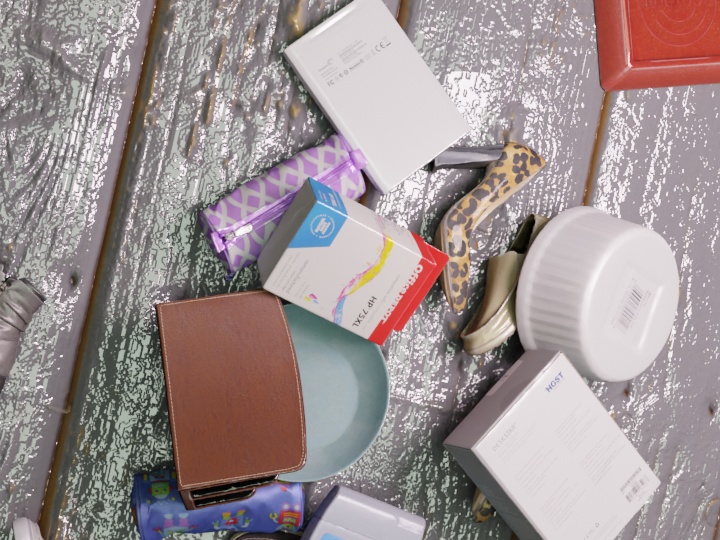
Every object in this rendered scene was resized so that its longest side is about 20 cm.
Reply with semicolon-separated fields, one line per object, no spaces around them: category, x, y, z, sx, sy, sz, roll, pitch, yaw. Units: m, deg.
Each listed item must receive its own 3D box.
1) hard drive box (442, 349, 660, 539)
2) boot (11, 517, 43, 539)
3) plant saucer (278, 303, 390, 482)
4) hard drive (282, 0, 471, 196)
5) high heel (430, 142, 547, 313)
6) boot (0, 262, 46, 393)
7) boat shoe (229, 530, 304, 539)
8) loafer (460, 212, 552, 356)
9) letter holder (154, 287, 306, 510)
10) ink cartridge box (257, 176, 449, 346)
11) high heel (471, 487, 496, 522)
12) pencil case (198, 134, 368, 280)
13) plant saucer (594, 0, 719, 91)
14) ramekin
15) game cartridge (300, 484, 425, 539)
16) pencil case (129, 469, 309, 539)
hard drive box;0.215;0.215;1.237;0.156;0.077;0.201;-42;103;-18
boot;-0.315;0.354;1.206;0.094;0.073;0.203;-15;103;-19
plant saucer;-0.064;0.139;1.250;0.197;0.039;0.205;-1;73;3
hard drive;0.020;-0.206;1.277;0.131;0.027;0.201;-36;90;-10
high heel;0.158;-0.052;1.302;0.140;0.071;0.204;-1;83;-7
boot;-0.446;0.037;1.169;0.198;0.070;0.134;25;82;-24
boat shoe;-0.058;0.346;1.263;0.197;0.065;0.073;22;85;-14
loafer;0.175;0.014;1.313;0.068;0.076;0.201;41;73;-10
letter holder;-0.134;0.135;1.178;0.140;0.101;0.203;-9;68;-7
ink cartridge box;0.000;0.000;1.209;0.198;0.067;0.117;26;108;-23
high heel;0.229;0.248;1.318;0.142;0.071;0.201;39;73;-5
pencil case;-0.088;-0.076;1.238;0.199;0.086;0.085;-33;87;-12
plant saucer;0.388;-0.332;1.374;0.196;0.037;0.204;-6;93;-13
ramekin;0.281;0.032;1.283;0.198;0.097;0.204;-10;106;-37
game cartridge;-0.017;0.351;1.225;0.132;0.040;0.203;22;78;-12
pencil case;-0.157;0.259;1.233;0.196;0.088;0.079;-2;48;-14
